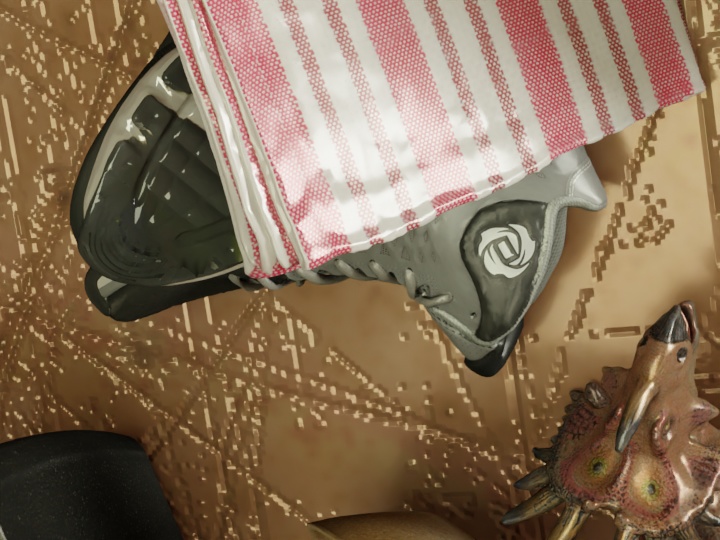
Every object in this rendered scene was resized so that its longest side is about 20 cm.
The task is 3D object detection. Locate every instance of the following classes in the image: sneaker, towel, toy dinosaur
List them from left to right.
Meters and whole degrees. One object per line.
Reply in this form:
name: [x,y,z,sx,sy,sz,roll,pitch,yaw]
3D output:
sneaker: [-0.035,-0.069,0.836,0.074,0.200,0.085,49,153,-20]
sneaker: [0.000,0.000,0.887,0.200,0.075,0.116,-29,95,22]
towel: [0.020,-0.095,0.809,0.030,0.200,0.146,-11,101,56]
toy dinosaur: [0.114,0.107,0.840,0.086,0.136,0.200,-19,97,22]

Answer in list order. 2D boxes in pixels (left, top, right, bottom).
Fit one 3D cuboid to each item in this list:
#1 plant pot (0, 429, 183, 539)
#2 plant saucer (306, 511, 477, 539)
plant pot: [-0.148,0.166,0.922,0.199,0.177,0.200,-21,95,23]
plant saucer: [0.065,0.146,0.855,0.200,0.200,0.035,43,82,5]
